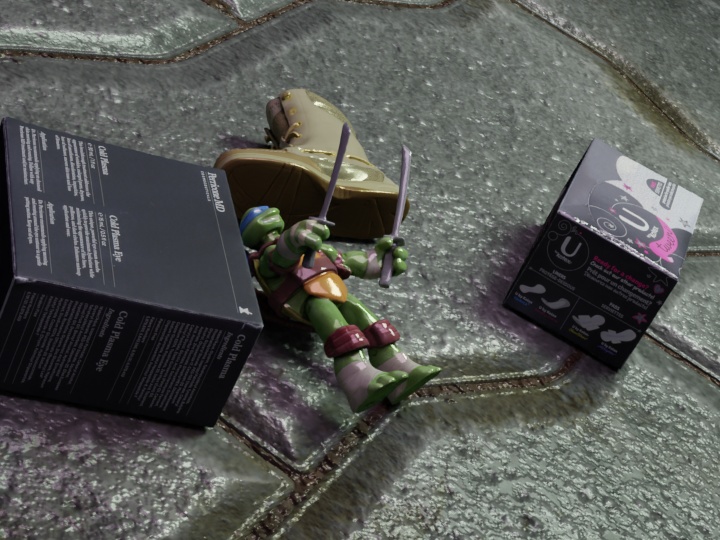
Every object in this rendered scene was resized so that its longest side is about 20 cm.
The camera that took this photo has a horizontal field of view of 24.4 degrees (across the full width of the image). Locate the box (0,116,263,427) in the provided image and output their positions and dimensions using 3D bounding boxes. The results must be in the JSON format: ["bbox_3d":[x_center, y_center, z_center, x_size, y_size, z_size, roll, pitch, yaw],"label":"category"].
[{"bbox_3d":[-0.186,0.001,1.229,0.182,0.104,0.200,12,34,-22],"label":"box"}]

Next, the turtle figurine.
[{"bbox_3d":[0.000,0.000,1.312,0.200,0.144,0.194,-31,76,-8],"label":"turtle figurine"}]

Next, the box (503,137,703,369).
[{"bbox_3d":[0.237,-0.021,1.586,0.132,0.115,0.200,29,31,4],"label":"box"}]

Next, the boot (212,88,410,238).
[{"bbox_3d":[-0.066,-0.105,1.515,0.200,0.073,0.156,7,37,-34],"label":"boot"}]
